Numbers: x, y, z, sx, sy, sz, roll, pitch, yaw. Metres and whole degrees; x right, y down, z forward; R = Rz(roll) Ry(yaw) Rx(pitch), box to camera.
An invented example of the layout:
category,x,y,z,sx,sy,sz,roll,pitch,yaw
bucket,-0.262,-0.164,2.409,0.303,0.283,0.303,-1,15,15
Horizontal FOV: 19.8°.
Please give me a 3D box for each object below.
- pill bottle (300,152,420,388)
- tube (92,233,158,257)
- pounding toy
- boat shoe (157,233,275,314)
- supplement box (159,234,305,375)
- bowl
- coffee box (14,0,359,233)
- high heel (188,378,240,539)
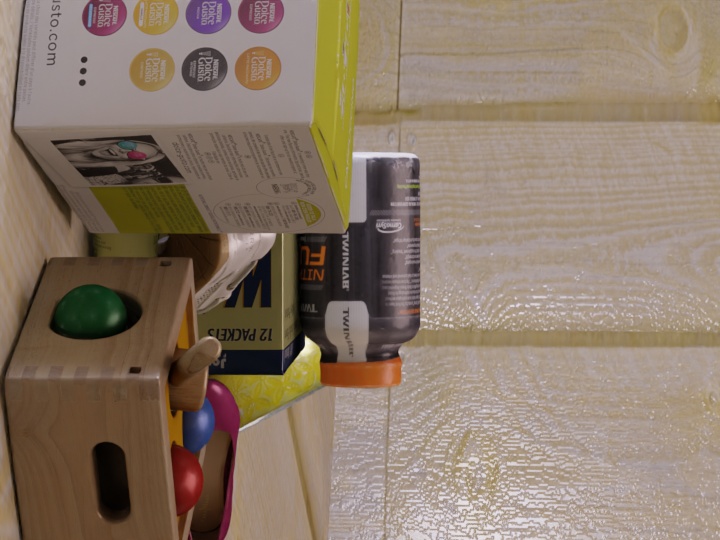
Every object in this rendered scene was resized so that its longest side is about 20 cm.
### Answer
category,x,y,z,sx,sy,sz,roll,pitch,yaw
pill bottle,0.000,0.000,1.772,0.106,0.105,0.201,-18,107,-86
tube,-0.179,0.042,1.567,0.058,0.052,0.201,-29,124,-60
pounding toy,-0.146,0.084,1.347,0.184,0.141,0.201,-84,173,-60
boat shoe,-0.125,0.003,1.587,0.200,0.069,0.071,-26,-105,57
supplement box,-0.121,-0.021,1.757,0.200,0.133,0.201,-50,140,-84
bowl,-0.089,0.087,2.115,0.108,0.199,0.200,62,3,3
coffee box,-0.108,-0.150,1.408,0.200,0.196,0.201,70,21,-70
high heel,-0.141,0.189,1.927,0.201,0.067,0.097,91,-8,-50
